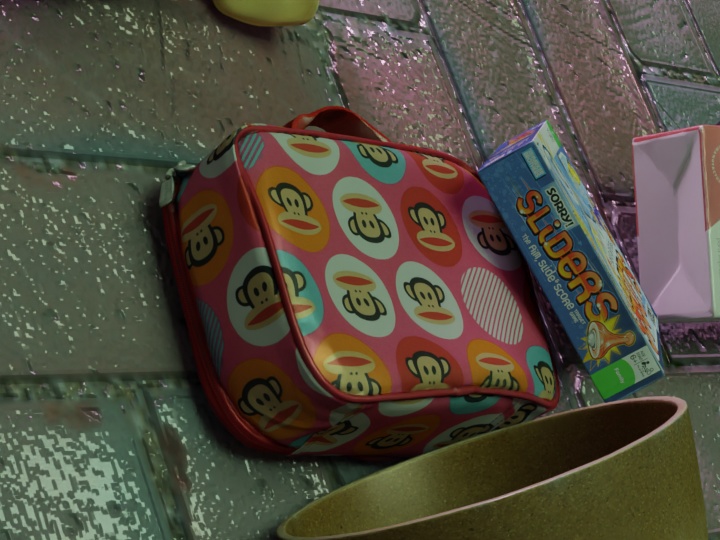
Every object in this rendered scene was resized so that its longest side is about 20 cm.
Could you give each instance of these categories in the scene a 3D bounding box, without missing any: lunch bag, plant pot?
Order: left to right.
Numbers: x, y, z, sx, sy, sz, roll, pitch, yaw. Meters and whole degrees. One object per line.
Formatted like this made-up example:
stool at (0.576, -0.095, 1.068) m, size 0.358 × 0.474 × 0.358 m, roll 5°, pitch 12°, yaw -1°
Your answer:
lunch bag at (0.000, 0.000, 0.969) m, size 0.200 × 0.082 × 0.177 m, roll 8°, pitch 57°, yaw -47°
plant pot at (0.079, 0.178, 0.869) m, size 0.186 × 0.186 × 0.201 m, roll -20°, pitch 94°, yaw -54°

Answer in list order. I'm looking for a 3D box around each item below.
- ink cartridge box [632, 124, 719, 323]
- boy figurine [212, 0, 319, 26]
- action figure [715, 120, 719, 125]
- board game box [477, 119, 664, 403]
ink cartridge box at (0.267, -0.028, 1.250) m, size 0.199 × 0.067 × 0.117 m, roll -1°, pitch 86°, yaw -35°
boy figurine at (-0.030, -0.225, 1.079) m, size 0.064 × 0.124 × 0.201 m, roll 20°, pitch 66°, yaw -15°
action figure at (0.320, -0.026, 1.378) m, size 0.200 × 0.069 × 0.130 m, roll 44°, pitch 32°, yaw -21°
board game box at (0.115, -0.010, 1.076) m, size 0.136 × 0.034 × 0.200 m, roll 61°, pitch 10°, yaw -3°
